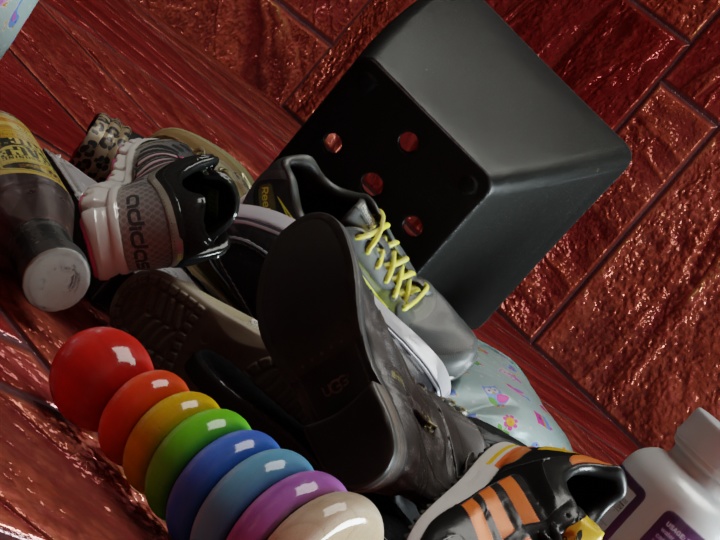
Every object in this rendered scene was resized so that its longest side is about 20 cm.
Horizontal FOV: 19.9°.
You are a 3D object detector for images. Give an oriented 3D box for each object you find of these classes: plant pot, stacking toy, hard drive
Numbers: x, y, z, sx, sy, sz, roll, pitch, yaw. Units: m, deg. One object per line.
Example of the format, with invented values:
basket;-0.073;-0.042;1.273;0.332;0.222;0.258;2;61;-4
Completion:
plant pot;0.045;-0.073;1.516;0.200;0.200;0.177;46;25;10
stacking toy;-0.084;0.097;1.014;0.200;0.086;0.085;36;2;31
hard drive;-0.156;-0.003;1.443;0.140;0.038;0.200;37;6;-34

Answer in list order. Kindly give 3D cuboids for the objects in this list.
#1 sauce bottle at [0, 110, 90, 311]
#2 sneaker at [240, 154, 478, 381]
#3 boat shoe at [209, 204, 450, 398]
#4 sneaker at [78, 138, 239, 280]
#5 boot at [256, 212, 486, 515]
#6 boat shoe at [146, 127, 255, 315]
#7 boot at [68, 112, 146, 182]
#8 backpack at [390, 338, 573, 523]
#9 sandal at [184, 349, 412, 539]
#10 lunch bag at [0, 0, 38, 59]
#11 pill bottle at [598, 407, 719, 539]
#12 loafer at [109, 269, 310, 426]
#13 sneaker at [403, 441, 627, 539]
sauce bottle;-0.205;-0.036;1.233;0.066;0.066;0.200;37;7;-35
sneaker;0.000;0.000;1.391;0.200;0.085;0.075;35;43;1
boat shoe;-0.032;0.037;1.348;0.200;0.072;0.068;43;35;4
sneaker;-0.116;-0.041;1.305;0.200;0.087;0.074;-67;152;-75
boot;0.018;0.076;1.252;0.174;0.069;0.201;31;38;-57
boat shoe;-0.104;-0.033;1.463;0.200;0.073;0.063;48;14;27
boot;-0.160;-0.057;1.620;0.150;0.073;0.200;29;-6;-9
backpack;0.071;0.127;1.466;0.167;0.127;0.200;40;10;-23
sandal;-0.036;0.125;1.221;0.200;0.045;0.075;40;6;19
lunch bag;-0.287;-0.182;1.278;0.122;0.171;0.200;36;6;9
pill bottle;0.206;0.198;1.460;0.112;0.200;0.112;40;6;-5
loafer;-0.066;0.067;1.301;0.200;0.076;0.068;40;11;4
sneaker;0.089;0.157;1.171;0.200;0.090;0.070;-45;126;-54
